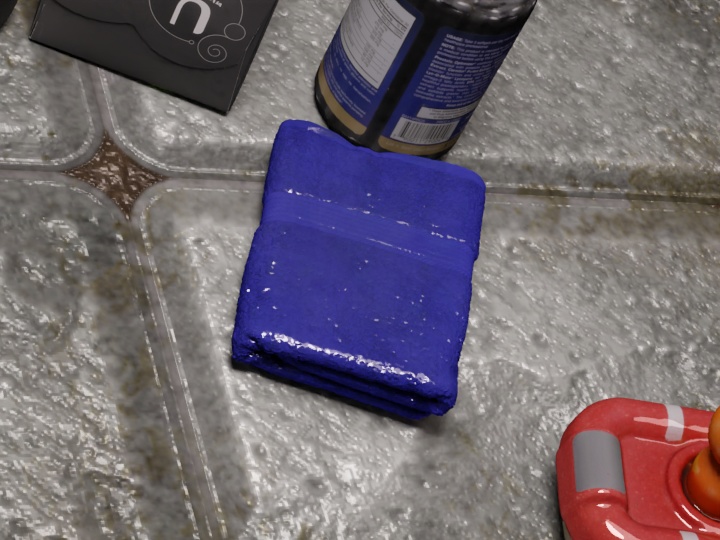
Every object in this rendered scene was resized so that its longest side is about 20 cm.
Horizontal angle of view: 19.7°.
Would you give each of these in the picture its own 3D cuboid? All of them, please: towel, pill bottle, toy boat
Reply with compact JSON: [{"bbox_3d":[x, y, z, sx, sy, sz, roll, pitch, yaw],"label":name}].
[{"bbox_3d":[0.000,0.000,1.314,0.147,0.050,0.201,16,46,-6],"label":"towel"},{"bbox_3d":[0.052,-0.174,1.381,0.111,0.200,0.112,15,46,-16],"label":"pill bottle"},{"bbox_3d":[0.223,0.123,1.248,0.199,0.131,0.131,9,48,-11],"label":"toy boat"}]

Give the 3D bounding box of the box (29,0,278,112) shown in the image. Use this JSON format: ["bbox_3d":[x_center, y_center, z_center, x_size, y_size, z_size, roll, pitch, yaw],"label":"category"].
[{"bbox_3d":[-0.119,-0.234,1.397,0.148,0.125,0.201,20,46,-9],"label":"box"}]

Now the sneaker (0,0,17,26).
[{"bbox_3d":[-0.306,-0.170,1.292,0.087,0.074,0.200,35,38,24],"label":"sneaker"}]
